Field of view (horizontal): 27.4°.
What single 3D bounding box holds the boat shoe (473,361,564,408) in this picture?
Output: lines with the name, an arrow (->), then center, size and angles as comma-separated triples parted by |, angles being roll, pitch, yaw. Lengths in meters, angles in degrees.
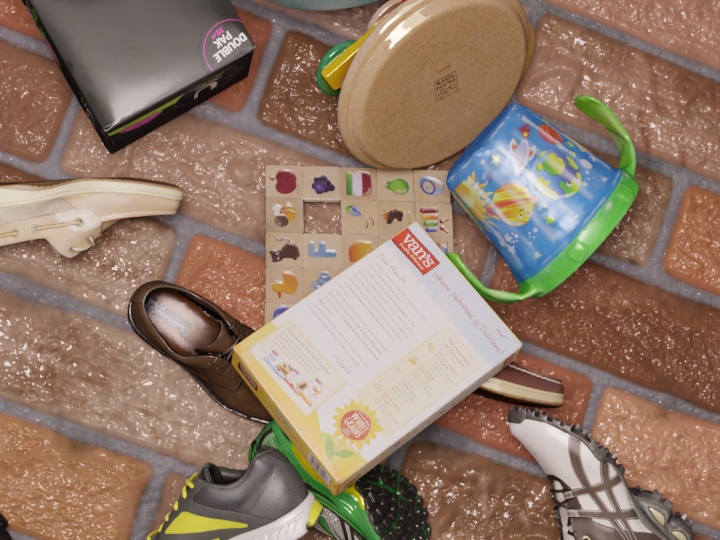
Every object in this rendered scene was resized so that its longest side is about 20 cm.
boat shoe -> 0.090, 0.063, 1.288 | 0.198, 0.072, 0.073 | 20, 82, 1

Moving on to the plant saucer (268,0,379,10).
plant saucer -> -0.019, -0.269, 1.261 | 0.198, 0.200, 0.036 | -14, 124, -9

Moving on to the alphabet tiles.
alphabet tiles -> 0.000, 0.000, 1.271 | 0.165, 0.008, 0.202 | 2, 64, -6

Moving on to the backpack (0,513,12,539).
backpack -> -0.389, 0.248, 1.166 | 0.200, 0.151, 0.178 | -43, 93, -5

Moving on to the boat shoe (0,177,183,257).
boat shoe -> -0.248, -0.044, 1.248 | 0.198, 0.072, 0.066 | -4, 94, -6

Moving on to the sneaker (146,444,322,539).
sneaker -> -0.131, 0.206, 1.221 | 0.198, 0.074, 0.085 | -24, 94, 9

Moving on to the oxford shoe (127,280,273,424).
oxford shoe -> -0.110, 0.076, 1.249 | 0.199, 0.084, 0.073 | 29, 80, -7

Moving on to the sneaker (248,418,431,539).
sneaker -> -0.014, 0.197, 1.266 | 0.200, 0.085, 0.078 | 49, 38, -13

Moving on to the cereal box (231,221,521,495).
cereal box -> 0.014, 0.069, 1.213 | 0.199, 0.040, 0.144 | -33, 72, -21

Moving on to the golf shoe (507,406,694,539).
golf shoe -> 0.195, 0.202, 1.287 | 0.200, 0.078, 0.095 | 40, 81, -2

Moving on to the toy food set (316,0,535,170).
toy food set -> 0.062, -0.172, 1.258 | 0.199, 0.198, 0.049 | -39, 55, 1

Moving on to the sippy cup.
sippy cup -> 0.148, -0.068, 1.271 | 0.130, 0.140, 0.178 | 41, 41, -4

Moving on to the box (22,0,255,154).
box -> -0.199, -0.226, 1.240 | 0.148, 0.124, 0.201 | -29, 91, -8
